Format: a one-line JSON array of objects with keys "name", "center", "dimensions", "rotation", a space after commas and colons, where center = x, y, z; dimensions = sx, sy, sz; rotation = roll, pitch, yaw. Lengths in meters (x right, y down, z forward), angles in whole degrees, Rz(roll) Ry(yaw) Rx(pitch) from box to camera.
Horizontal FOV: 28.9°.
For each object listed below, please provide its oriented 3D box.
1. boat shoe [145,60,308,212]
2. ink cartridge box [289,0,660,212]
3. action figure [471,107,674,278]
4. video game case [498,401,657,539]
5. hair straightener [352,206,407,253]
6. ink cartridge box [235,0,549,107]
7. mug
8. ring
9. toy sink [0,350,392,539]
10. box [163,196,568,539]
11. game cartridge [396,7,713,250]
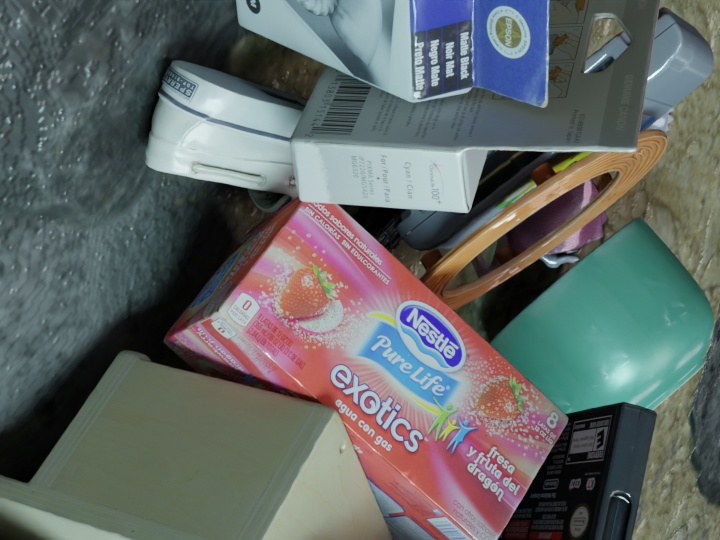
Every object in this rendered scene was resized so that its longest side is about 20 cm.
[{"name": "boat shoe", "center": [-0.039, -0.063, 0.809], "dimensions": [0.199, 0.072, 0.066], "rotation": [11, 107, -50]}, {"name": "ink cartridge box", "center": [0.072, -0.108, 0.763], "dimensions": [0.201, 0.175, 0.045], "rotation": [-69, 157, -47]}, {"name": "action figure", "center": [0.126, -0.114, 0.968], "dimensions": [0.148, 0.134, 0.201], "rotation": [-17, 129, -8]}, {"name": "video game case", "center": [0.102, 0.173, 0.794], "dimensions": [0.025, 0.200, 0.182], "rotation": [17, 77, -9]}, {"name": "hair straightener", "center": [0.000, 0.000, 0.883], "dimensions": [0.200, 0.077, 0.041], "rotation": [-47, 113, -19]}, {"name": "ink cartridge box", "center": [0.005, -0.188, 0.681], "dimensions": [0.040, 0.199, 0.201], "rotation": [-30, 131, -34]}, {"name": "mug", "center": [0.180, 0.061, 1.059], "dimensions": [0.152, 0.115, 0.185], "rotation": [-32, 168, -45]}, {"name": "ring", "center": [0.102, -0.028, 0.861], "dimensions": [0.200, 0.019, 0.201], "rotation": [-31, 167, -8]}, {"name": "toy sink", "center": [-0.100, 0.130, 0.773], "dimensions": [0.112, 0.199, 0.131], "rotation": [-59, 145, -33]}, {"name": "box", "center": [0.002, 0.062, 0.787], "dimensions": [0.200, 0.103, 0.095], "rotation": [42, 64, -11]}, {"name": "game cartridge", "center": [0.122, -0.079, 0.847], "dimensions": [0.200, 0.041, 0.133], "rotation": [-38, 172, 21]}]
